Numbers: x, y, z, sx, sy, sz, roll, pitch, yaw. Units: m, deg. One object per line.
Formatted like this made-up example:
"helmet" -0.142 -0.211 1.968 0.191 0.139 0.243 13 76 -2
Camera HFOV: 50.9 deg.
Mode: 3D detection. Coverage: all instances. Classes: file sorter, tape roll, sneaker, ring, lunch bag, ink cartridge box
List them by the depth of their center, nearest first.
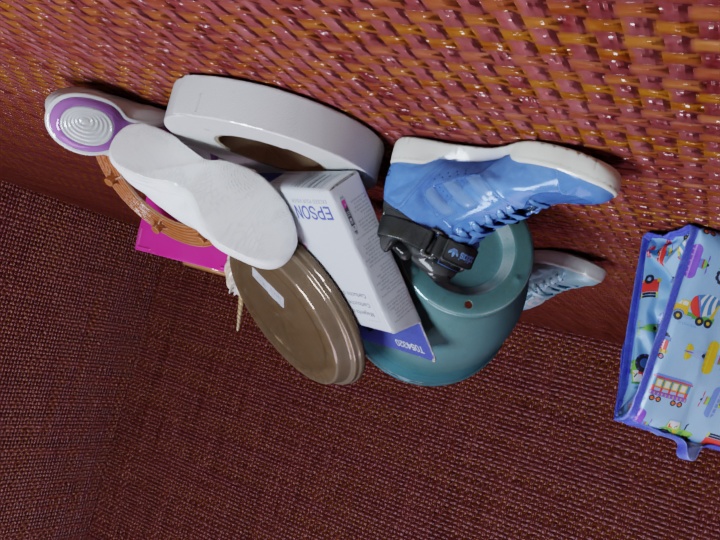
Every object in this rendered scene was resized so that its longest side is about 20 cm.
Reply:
"sneaker" 0.097 -0.039 0.591 0.198 0.113 0.076 12 175 36
"tape roll" -0.077 -0.119 0.682 0.200 0.038 0.203 16 176 1
"lunch bag" 0.329 0.077 0.700 0.149 0.203 0.094 15 176 -6
"sneaker" -0.140 -0.062 0.713 0.199 0.076 0.089 34 161 11
"ink cartridge box" -0.033 0.000 0.737 0.043 0.202 0.195 -34 -157 -28
"sneaker" -0.225 -0.146 0.783 0.198 0.076 0.100 18 -166 -34
"ring" -0.248 -0.102 0.915 0.198 0.019 0.202 24 146 18
"sneaker" 0.250 0.018 1.033 0.073 0.083 0.199 16 176 -27
"file sorter" -0.186 -0.072 1.045 0.198 0.141 0.125 12 179 34

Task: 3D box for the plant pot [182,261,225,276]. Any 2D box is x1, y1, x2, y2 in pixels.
"plant pot" -0.231 -0.061 1.341 0.197 0.142 0.200 15 175 1

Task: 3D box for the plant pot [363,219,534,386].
"plant pot" 0.087 0.004 0.784 0.197 0.203 0.188 15 162 -1

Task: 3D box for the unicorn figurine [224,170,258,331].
"unicorn figurine" -0.106 -0.045 0.897 0.135 0.202 0.074 -14 -146 -7

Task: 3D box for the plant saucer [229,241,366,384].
"plant saucer" -0.071 0.038 0.771 0.200 0.029 0.201 40 151 27
